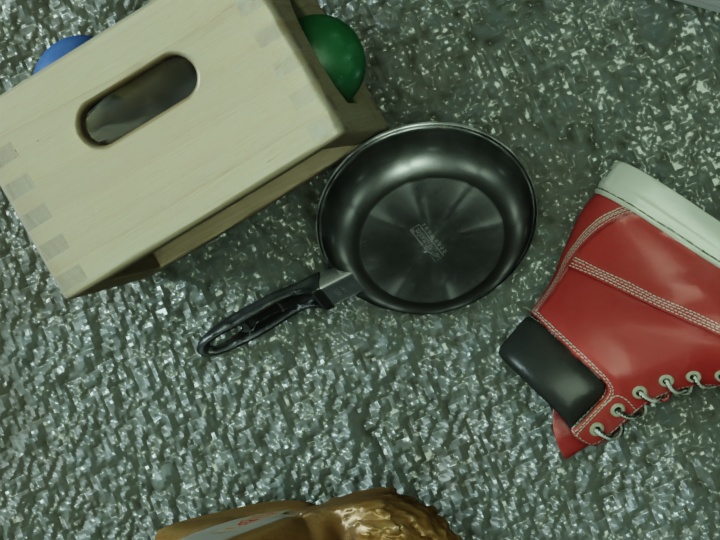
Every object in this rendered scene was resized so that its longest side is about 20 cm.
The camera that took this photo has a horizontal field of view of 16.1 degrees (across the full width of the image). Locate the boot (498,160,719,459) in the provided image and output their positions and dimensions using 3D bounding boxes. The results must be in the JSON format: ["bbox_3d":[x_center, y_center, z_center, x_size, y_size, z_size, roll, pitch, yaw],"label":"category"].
[{"bbox_3d":[0.177,0.056,1.291,0.199,0.072,0.145,31,90,12],"label":"boot"}]

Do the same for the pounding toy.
[{"bbox_3d":[-0.076,-0.101,1.267,0.199,0.184,0.143,-31,89,9],"label":"pounding toy"}]

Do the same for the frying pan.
[{"bbox_3d":[-0.002,-0.014,1.295,0.189,0.031,0.115,-12,123,0],"label":"frying pan"}]

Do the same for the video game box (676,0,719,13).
[{"bbox_3d":[0.142,-0.249,1.314,0.181,0.047,0.201,15,89,2],"label":"video game box"}]

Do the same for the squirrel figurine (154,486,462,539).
[{"bbox_3d":[-0.016,0.211,1.265,0.199,0.142,0.188,-15,93,5],"label":"squirrel figurine"}]
